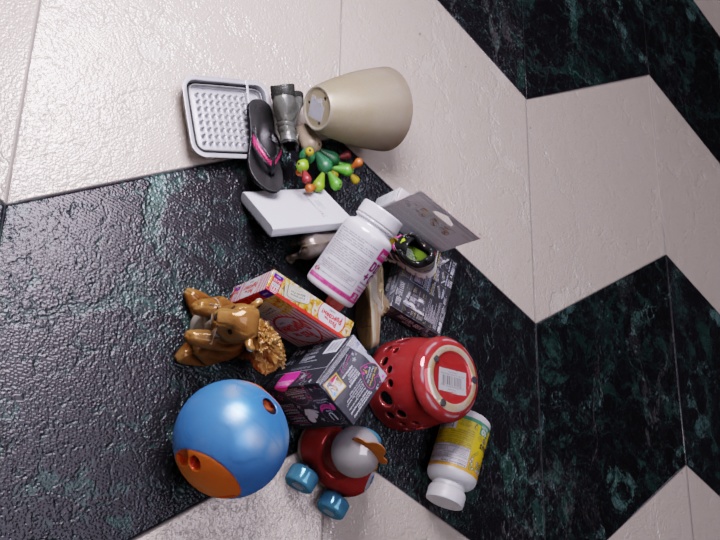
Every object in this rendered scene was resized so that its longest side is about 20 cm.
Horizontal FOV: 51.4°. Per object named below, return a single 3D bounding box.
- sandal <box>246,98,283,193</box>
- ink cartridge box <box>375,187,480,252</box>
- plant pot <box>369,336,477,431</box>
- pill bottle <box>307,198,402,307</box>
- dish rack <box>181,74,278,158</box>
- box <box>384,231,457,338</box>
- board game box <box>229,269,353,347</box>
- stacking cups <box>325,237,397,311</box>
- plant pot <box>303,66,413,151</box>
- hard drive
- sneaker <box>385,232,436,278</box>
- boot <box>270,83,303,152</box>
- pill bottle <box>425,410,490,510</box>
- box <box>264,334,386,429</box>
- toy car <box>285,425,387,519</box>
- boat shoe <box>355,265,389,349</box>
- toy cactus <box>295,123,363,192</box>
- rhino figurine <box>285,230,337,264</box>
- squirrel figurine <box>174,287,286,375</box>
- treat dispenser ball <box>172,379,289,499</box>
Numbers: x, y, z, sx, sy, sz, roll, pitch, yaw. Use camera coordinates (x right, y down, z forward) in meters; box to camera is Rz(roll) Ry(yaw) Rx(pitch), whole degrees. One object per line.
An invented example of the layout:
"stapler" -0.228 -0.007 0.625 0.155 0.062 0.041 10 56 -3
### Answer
"sandal" -0.192 -0.256 1.516 0.075 0.045 0.202 -2 80 -39
"ink cartridge box" 0.155 -0.120 1.718 0.199 0.173 0.044 35 59 -25
"plant pot" 0.138 0.236 1.605 0.199 0.182 0.202 13 67 -35
"pill bottle" -0.009 -0.036 1.510 0.113 0.113 0.201 34 91 -25
"dish rack" -0.270 -0.305 1.526 0.199 0.043 0.173 -5 81 -38
"box" 0.137 0.036 1.741 0.157 0.050 0.201 31 60 -27
"board game box" -0.135 0.082 1.454 0.199 0.151 0.047 34 59 -25
"stacking cups" 0.000 0.000 1.586 0.060 0.060 0.201 37 86 -24
"plant pot" -0.020 -0.351 1.631 0.199 0.187 0.189 -11 84 -42
"hard drive" -0.130 -0.123 1.547 0.199 0.027 0.132 -8 42 -39
"sneaker" 0.084 -0.055 1.662 0.199 0.088 0.074 27 64 6
"boot" -0.152 -0.309 1.561 0.067 0.200 0.132 -5 96 3
"pill bottle" 0.212 0.417 1.654 0.113 0.112 0.201 36 58 -24
"box" -0.069 0.217 1.436 0.115 0.199 0.132 52 53 -16
"toy car" -0.010 0.362 1.441 0.177 0.199 0.185 45 56 -19
"boat shoe" 0.031 0.071 1.634 0.069 0.074 0.202 5 74 -30
"toy cactus" -0.085 -0.249 1.617 0.199 0.102 0.166 -17 70 -48
"rhino figurine" -0.060 -0.060 1.591 0.199 0.087 0.060 -14 87 -39
"squirrel figurine" -0.218 0.108 1.359 0.199 0.186 0.143 24 64 -30
"treat dispenser ball" -0.223 0.291 1.295 0.200 0.200 0.203 11 71 -35
